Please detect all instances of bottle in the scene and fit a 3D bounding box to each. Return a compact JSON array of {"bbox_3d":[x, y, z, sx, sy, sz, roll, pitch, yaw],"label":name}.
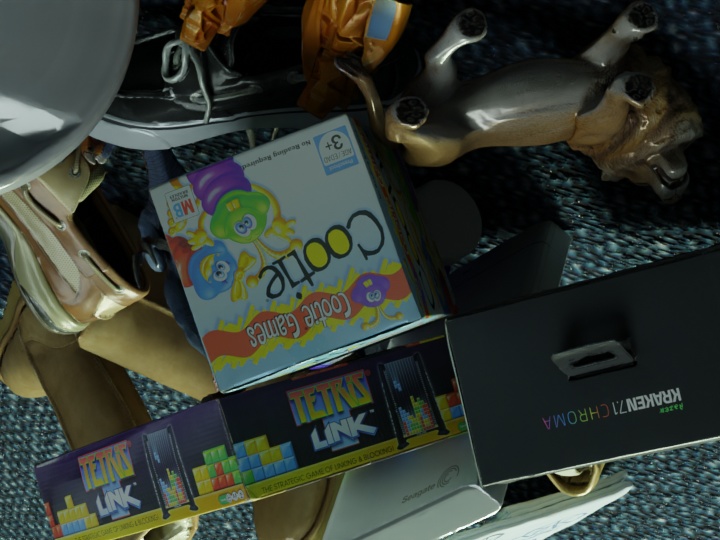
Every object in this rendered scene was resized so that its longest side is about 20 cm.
[{"bbox_3d":[0.000,0.000,1.285,0.083,0.065,0.200,38,148,-15],"label":"bottle"}]

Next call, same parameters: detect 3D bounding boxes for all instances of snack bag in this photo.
[{"bbox_3d":[0.072,0.195,1.536,0.199,0.021,0.189,-15,167,-23],"label":"snack bag"}]

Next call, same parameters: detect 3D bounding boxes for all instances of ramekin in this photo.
[{"bbox_3d":[-0.210,-0.121,1.051,0.202,0.203,0.094,20,165,-7],"label":"ramekin"}]

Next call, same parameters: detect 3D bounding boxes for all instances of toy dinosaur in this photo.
[{"bbox_3d":[-0.110,-0.011,1.259,0.182,0.105,0.200,57,148,7],"label":"toy dinosaur"}]

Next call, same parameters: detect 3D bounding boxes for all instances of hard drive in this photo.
[{"bbox_3d":[0.049,0.071,1.221,0.027,0.200,0.132,40,134,-21],"label":"hard drive"}]

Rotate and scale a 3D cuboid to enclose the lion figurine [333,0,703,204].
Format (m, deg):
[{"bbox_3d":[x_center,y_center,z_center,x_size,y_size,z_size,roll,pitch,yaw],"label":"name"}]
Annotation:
[{"bbox_3d":[0.077,-0.079,1.049,0.199,0.073,0.123,2,163,-10],"label":"lion figurine"}]

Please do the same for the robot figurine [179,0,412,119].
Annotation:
[{"bbox_3d":[-0.022,-0.160,0.983,0.145,0.058,0.200,29,148,6],"label":"robot figurine"}]

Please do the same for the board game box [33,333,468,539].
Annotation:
[{"bbox_3d":[-0.055,0.092,1.155,0.165,0.057,0.200,-13,174,-38],"label":"board game box"}]

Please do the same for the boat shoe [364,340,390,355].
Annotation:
[{"bbox_3d":[0.053,0.088,1.418,0.062,0.075,0.200,5,144,26],"label":"boat shoe"}]

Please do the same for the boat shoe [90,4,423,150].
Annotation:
[{"bbox_3d":[-0.069,-0.108,1.118,0.199,0.074,0.068,4,147,19],"label":"boat shoe"}]

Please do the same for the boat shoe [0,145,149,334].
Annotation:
[{"bbox_3d":[-0.183,-0.056,1.258,0.074,0.076,0.200,-15,122,19],"label":"boat shoe"}]

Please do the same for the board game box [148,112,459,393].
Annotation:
[{"bbox_3d":[-0.023,-0.007,1.086,0.105,0.103,0.200,-20,177,6],"label":"board game box"}]

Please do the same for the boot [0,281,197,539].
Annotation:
[{"bbox_3d":[-0.181,0.111,1.452,0.066,0.200,0.175,-23,160,-18],"label":"boot"}]

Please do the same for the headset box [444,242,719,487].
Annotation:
[{"bbox_3d":[0.165,0.044,1.120,0.174,0.093,0.200,-16,174,35],"label":"headset box"}]

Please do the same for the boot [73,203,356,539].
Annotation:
[{"bbox_3d":[-0.101,0.076,1.375,0.200,0.176,0.066,30,138,-31],"label":"boot"}]

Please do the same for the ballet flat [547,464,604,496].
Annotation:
[{"bbox_3d":[0.114,0.081,1.377,0.068,0.063,0.200,-2,147,32],"label":"ballet flat"}]
